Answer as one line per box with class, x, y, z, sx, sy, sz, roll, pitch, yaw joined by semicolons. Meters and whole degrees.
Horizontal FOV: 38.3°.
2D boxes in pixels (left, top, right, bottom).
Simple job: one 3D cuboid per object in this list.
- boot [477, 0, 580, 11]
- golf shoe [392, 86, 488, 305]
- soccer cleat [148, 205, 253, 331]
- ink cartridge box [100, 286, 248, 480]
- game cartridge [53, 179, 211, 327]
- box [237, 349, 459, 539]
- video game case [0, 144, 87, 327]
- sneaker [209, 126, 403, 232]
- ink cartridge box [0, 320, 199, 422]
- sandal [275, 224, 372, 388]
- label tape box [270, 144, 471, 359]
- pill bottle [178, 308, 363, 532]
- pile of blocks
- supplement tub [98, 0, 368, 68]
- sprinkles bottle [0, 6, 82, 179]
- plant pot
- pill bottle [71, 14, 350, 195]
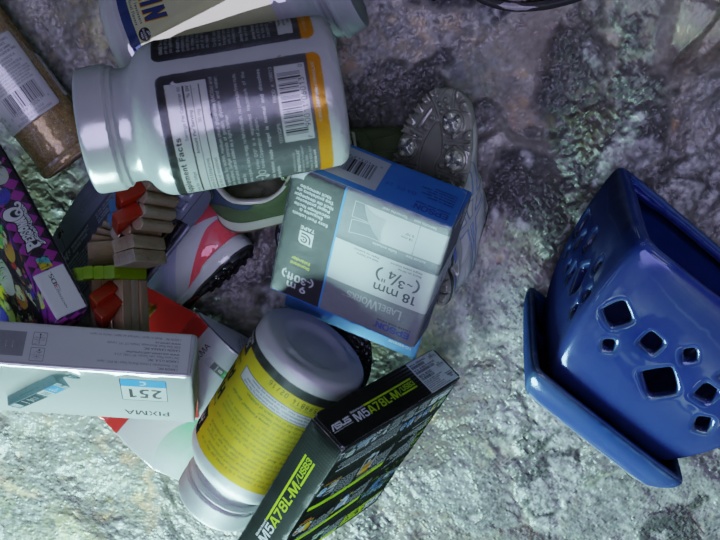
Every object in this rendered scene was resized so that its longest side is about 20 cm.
boot;0.109;-0.316;0.875;0.196;0.069;0.177;8;110;4
golf shoe;0.081;-0.073;0.952;0.077;0.097;0.204;22;119;31
soccer cleat;-0.194;0.013;1.020;0.199;0.068;0.074;-40;82;17
ink cartridge box;-0.179;0.120;1.017;0.199;0.050;0.161;31;111;-35
game cartridge;-0.224;-0.042;0.967;0.200;0.134;0.040;-47;142;17
box;-0.012;0.180;0.967;0.048;0.199;0.194;44;125;18
video game case;-0.327;0.001;0.949;0.183;0.035;0.200;59;143;8
sneaker;-0.047;-0.092;0.934;0.197;0.090;0.068;-17;70;3
ink cartridge box;-0.242;0.107;0.920;0.196;0.045;0.177;5;148;-5
sandal;-0.032;0.036;1.022;0.074;0.048;0.205;-10;95;9
label tape box;0.000;0.000;0.908;0.142;0.064;0.202;22;129;8
pill bottle;-0.090;0.144;0.965;0.110;0.112;0.202;31;112;-6
pile of blocks;-0.204;-0.036;0.880;0.081;0.062;0.203;23;97;24
supplement tub;-0.105;-0.224;0.884;0.197;0.145;0.147;-22;106;11
sprinkles bottle;-0.326;-0.184;0.956;0.068;0.068;0.201;-32;103;14
plant pot;0.253;0.058;0.925;0.199;0.201;0.180;36;114;-8
pill bottle;-0.112;-0.123;0.794;0.196;0.117;0.119;-10;108;-3
